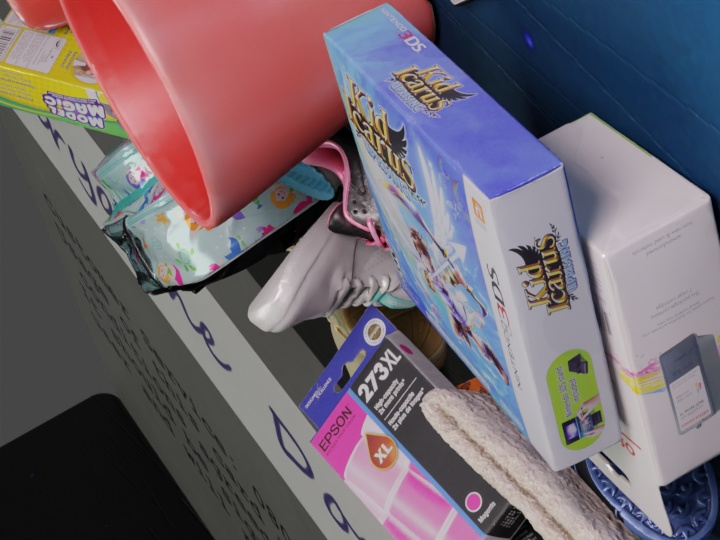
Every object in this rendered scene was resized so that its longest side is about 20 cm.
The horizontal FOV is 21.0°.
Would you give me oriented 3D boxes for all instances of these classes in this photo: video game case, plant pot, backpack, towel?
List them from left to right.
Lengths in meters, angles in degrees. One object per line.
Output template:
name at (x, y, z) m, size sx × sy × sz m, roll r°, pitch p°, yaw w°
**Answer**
backpack at (-0.108, -0.067, 1.520) m, size 0.151 × 0.177 × 0.200 m, roll 58°, pitch 163°, yaw -12°
plant pot at (-0.064, -0.151, 1.179) m, size 0.201 × 0.177 × 0.200 m, roll 55°, pitch 166°, yaw 20°
video game case at (0.057, -0.020, 1.024) m, size 0.200 × 0.045 × 0.181 m, roll 50°, pitch 161°, yaw 51°
towel at (0.135, 0.138, 1.185) m, size 0.200 × 0.034 × 0.132 m, roll 43°, pitch -162°, yaw 32°

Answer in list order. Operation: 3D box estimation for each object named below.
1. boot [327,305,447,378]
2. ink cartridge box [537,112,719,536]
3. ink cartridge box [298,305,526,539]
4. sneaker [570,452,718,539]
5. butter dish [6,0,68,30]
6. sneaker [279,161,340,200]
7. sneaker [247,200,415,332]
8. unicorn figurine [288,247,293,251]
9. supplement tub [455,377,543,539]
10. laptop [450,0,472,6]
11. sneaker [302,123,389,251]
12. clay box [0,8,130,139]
boot at (0.026, 0.067, 1.516) m, size 0.200 × 0.073 × 0.156 m, roll 44°, pitch 158°, yaw 53°
ink cartridge box at (0.145, 0.031, 1.035) m, size 0.117 × 0.067 × 0.200 m, roll 46°, pitch 159°, yaw 52°
ink cartridge box at (0.031, 0.114, 1.291) m, size 0.037 × 0.095 × 0.200 m, roll 18°, pitch -158°, yaw -49°
sneaker at (0.147, 0.090, 1.167) m, size 0.200 × 0.070 × 0.078 m, roll 55°, pitch 177°, yaw 28°
butter dish at (-0.179, -0.289, 1.320) m, size 0.200 × 0.200 × 0.148 m, roll 64°, pitch 177°, yaw -13°
sneaker at (-0.069, -0.120, 1.384) m, size 0.200 × 0.081 × 0.077 m, roll 29°, pitch 164°, yaw 34°
sneaker at (0.000, 0.000, 1.320) m, size 0.088 × 0.200 × 0.075 m, roll 44°, pitch 126°, yaw 2°
unicorn figurine at (-0.130, -0.088, 1.751) m, size 0.200 × 0.074 × 0.137 m, roll 59°, pitch 178°, yaw -17°
supplement tub at (0.114, 0.176, 1.322) m, size 0.200 × 0.122 × 0.123 m, roll 55°, pitch 165°, yaw 21°
laptop at (-0.009, -0.214, 0.997) m, size 0.200 × 0.116 × 0.187 m, roll 62°, pitch 167°, yaw -7°
sneaker at (0.029, -0.034, 1.266) m, size 0.200 × 0.095 × 0.079 m, roll 55°, pitch 162°, yaw 18°
clay box at (-0.143, -0.143, 1.322) m, size 0.200 × 0.115 × 0.048 m, roll 16°, pitch 143°, yaw 11°
